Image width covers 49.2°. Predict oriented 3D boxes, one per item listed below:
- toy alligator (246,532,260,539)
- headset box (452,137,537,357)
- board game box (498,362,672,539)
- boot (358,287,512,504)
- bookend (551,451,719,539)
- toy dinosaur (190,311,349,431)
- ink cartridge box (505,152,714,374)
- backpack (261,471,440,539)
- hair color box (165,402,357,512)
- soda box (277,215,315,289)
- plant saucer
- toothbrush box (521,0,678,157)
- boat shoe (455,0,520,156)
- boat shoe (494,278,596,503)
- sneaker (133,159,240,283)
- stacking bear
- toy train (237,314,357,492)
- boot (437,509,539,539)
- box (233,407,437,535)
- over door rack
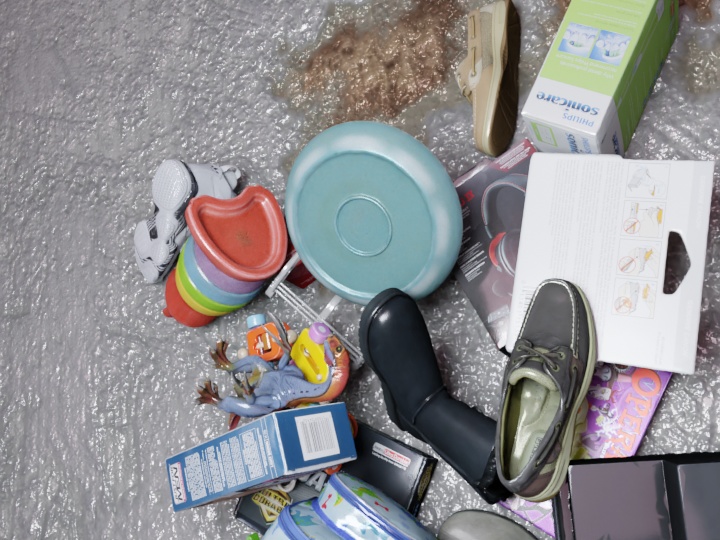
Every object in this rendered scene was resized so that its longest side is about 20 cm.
[{"bbox_3d":[-0.072,0.381,0.857,0.054,0.059,0.203,-29,76,29],"label":"toy alligator"},{"bbox_3d":[0.168,-0.031,0.859,0.147,0.075,0.202,-34,65,13],"label":"headset box"},{"bbox_3d":[0.222,0.170,0.808,0.119,0.032,0.203,25,87,23],"label":"board game box"},{"bbox_3d":[0.087,0.126,0.780,0.076,0.203,0.167,-35,42,-24],"label":"boot"},{"bbox_3d":[0.262,0.206,0.664,0.194,0.200,0.094,-6,78,12],"label":"bookend"},{"bbox_3d":[-0.085,0.116,0.839,0.178,0.201,0.106,9,56,23],"label":"toy dinosaur"},{"bbox_3d":[0.238,-0.009,0.756,0.170,0.043,0.204,6,80,24],"label":"ink cartridge box"},{"bbox_3d":[-0.008,0.281,0.729,0.181,0.200,0.148,33,88,15],"label":"backpack"},{"bbox_3d":[-0.107,0.196,0.816,0.198,0.099,0.062,-28,70,40],"label":"hair color box"},{"bbox_3d":[-0.021,-0.065,0.960,0.198,0.063,0.071,-35,65,12],"label":"soda box"},{"bbox_3d":[0.006,-0.049,0.802,0.196,0.027,0.204,9,116,19],"label":"plant saucer"},{"bbox_3d":[0.258,-0.213,0.830,0.085,0.145,0.203,21,86,26],"label":"toothbrush box"},{"bbox_3d":[0.148,-0.224,0.930,0.063,0.071,0.204,-2,65,28],"label":"boat shoe"},{"bbox_3d":[0.162,0.099,0.697,0.071,0.066,0.205,5,74,33],"label":"boat shoe"},{"bbox_3d":[-0.228,-0.064,1.050,0.075,0.114,0.202,52,133,27],"label":"sneaker"},{"bbox_3d":[-0.178,0.003,0.955,0.200,0.120,0.115,-40,72,47],"label":"stacking bear"},{"bbox_3d":[-0.065,0.136,0.885,0.149,0.055,0.204,-29,70,41],"label":"toy train"},{"bbox_3d":[0.151,0.287,0.748,0.197,0.130,0.069,21,84,27],"label":"boot"},{"bbox_3d":[-0.030,0.247,0.888,0.197,0.046,0.162,21,85,28],"label":"box"},{"bbox_3d":[0.000,0.000,0.881,0.147,0.067,0.201,40,122,1],"label":"over door rack"}]
